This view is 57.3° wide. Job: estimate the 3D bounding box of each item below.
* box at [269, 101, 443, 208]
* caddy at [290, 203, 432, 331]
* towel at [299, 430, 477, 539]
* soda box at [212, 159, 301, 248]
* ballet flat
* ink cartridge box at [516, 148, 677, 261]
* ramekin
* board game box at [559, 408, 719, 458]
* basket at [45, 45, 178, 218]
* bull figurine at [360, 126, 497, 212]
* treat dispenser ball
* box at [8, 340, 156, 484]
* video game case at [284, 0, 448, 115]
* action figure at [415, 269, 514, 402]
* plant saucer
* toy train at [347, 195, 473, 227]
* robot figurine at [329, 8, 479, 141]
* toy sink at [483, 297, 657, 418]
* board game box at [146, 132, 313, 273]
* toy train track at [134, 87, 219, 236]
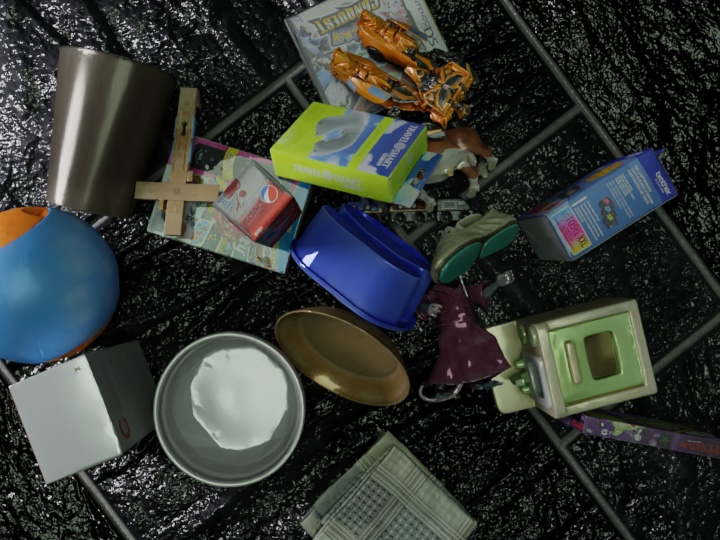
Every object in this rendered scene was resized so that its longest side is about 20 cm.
[{"bbox_3d":[-0.004,-0.156,0.870,0.199,0.048,0.122,17,51,22],"label":"box"},{"bbox_3d":[0.000,0.000,0.870,0.200,0.141,0.105,38,110,15],"label":"caddy"},{"bbox_3d":[0.039,0.363,0.943,0.200,0.035,0.193,44,88,0],"label":"towel"},{"bbox_3d":[-0.118,-0.074,0.799,0.063,0.200,0.070,41,89,-1],"label":"soda box"},{"bbox_3d":[0.141,-0.037,0.894,0.062,0.199,0.068,38,130,25],"label":"ballet flat"},{"bbox_3d":[0.332,-0.095,0.907,0.199,0.136,0.077,-30,93,-2],"label":"ink cartridge box"},{"bbox_3d":[-0.171,0.182,0.904,0.198,0.105,0.202,0,89,-1],"label":"ramekin"},{"bbox_3d":[0.384,0.219,0.913,0.198,0.120,0.033,11,92,-1],"label":"board game box"},{"bbox_3d":[-0.347,-0.180,0.890,0.179,0.136,0.202,17,96,31],"label":"basket"},{"bbox_3d":[0.090,-0.142,0.920,0.199,0.065,0.122,-24,51,-8],"label":"bull figurine"},{"bbox_3d":[-0.416,0.019,0.850,0.199,0.201,0.203,0,89,-2],"label":"treat dispenser ball"},{"bbox_3d":[-0.339,0.172,0.851,0.097,0.200,0.125,-22,89,-2],"label":"box"},{"bbox_3d":[0.017,-0.322,0.956,0.199,0.026,0.182,-26,90,-2],"label":"video game case"},{"bbox_3d":[0.141,0.072,0.931,0.133,0.149,0.202,-5,70,-13],"label":"action figure"},{"bbox_3d":[-0.020,0.109,0.885,0.199,0.200,0.036,31,56,-1],"label":"plant saucer"},{"bbox_3d":[0.065,-0.086,0.950,0.198,0.034,0.046,-2,86,-2],"label":"toy train"},{"bbox_3d":[0.064,-0.267,0.904,0.199,0.058,0.146,31,80,7],"label":"robot figurine"},{"bbox_3d":[0.283,0.124,0.915,0.198,0.112,0.131,-12,89,-2],"label":"toy sink"},{"bbox_3d":[-0.178,-0.094,0.929,0.198,0.064,0.149,17,89,-2],"label":"board game box"},{"bbox_3d":[-0.236,-0.144,0.885,0.114,0.033,0.202,3,82,6],"label":"toy train track"}]
